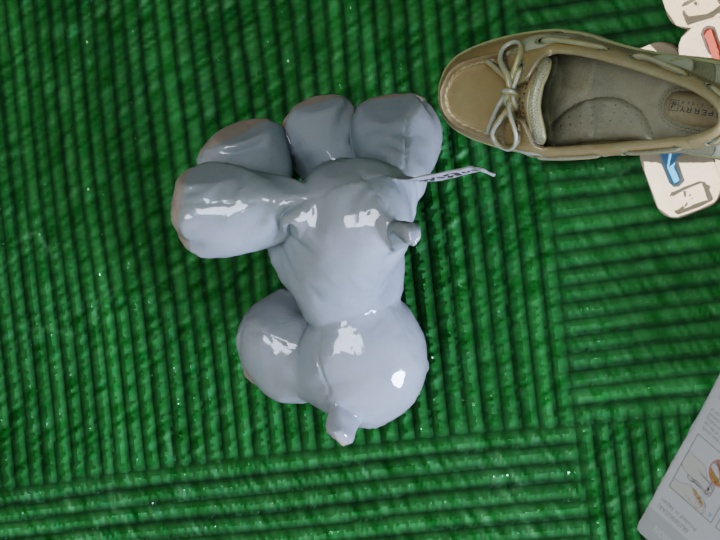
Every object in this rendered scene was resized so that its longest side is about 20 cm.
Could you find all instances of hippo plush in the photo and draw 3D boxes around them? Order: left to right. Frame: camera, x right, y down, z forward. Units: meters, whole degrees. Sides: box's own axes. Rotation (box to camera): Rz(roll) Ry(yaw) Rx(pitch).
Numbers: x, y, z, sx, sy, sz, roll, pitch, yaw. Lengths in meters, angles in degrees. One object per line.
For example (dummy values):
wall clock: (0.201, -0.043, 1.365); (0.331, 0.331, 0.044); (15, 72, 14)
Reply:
hippo plush: (0.000, 0.000, 1.337); (0.199, 0.159, 0.162); (9, 123, 33)

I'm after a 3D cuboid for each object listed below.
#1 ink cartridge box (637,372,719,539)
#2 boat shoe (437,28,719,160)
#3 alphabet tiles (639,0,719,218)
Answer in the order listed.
ink cartridge box: (0.257, 0.105, 1.265); (0.162, 0.057, 0.201); (42, 125, 32)
boat shoe: (0.125, -0.095, 1.301); (0.200, 0.063, 0.074); (12, 100, 30)
alphabet tiles: (0.245, -0.106, 1.299); (0.199, 0.015, 0.197); (-21, 84, 18)
